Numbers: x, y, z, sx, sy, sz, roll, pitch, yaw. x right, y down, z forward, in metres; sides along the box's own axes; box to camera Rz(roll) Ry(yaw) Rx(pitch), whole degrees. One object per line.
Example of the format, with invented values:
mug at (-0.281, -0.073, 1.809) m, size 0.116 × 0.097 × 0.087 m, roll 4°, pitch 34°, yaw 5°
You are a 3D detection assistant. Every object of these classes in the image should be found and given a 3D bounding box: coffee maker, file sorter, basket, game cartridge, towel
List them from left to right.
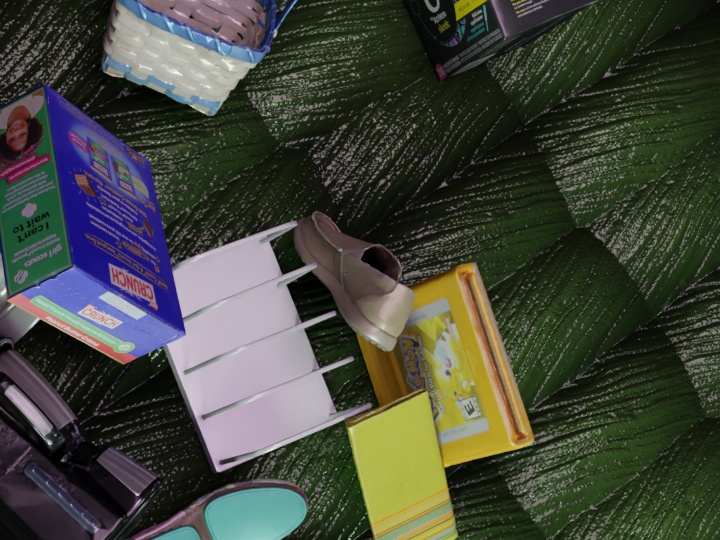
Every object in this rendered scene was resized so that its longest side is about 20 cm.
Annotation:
coffee maker at (-0.302, 0.192, 1.577) m, size 0.200 × 0.135 × 0.192 m, roll 43°, pitch 92°, yaw 5°
basket at (-0.154, -0.263, 1.706) m, size 0.176 × 0.200 × 0.139 m, roll 24°, pitch 39°, yaw -18°
file sorter at (-0.095, 0.067, 1.704) m, size 0.139 × 0.124 × 0.200 m, roll -21°, pitch 87°, yaw -26°
towel at (0.040, 0.200, 1.719) m, size 0.086 × 0.018 × 0.200 m, roll -24°, pitch 129°, yaw -15°
game cartridge at (0.072, 0.099, 1.728) m, size 0.032 × 0.200 × 0.177 m, roll -15°, pitch 84°, yaw -35°

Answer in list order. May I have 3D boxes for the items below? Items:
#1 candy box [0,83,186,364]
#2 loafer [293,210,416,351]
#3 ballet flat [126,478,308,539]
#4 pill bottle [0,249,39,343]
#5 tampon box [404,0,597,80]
candy box at (-0.245, -0.038, 1.607) m, size 0.169 × 0.077 × 0.200 m, roll 39°, pitch 29°, yaw -52°
loafer at (0.000, 0.000, 1.735) m, size 0.068 × 0.200 × 0.076 m, roll -45°, pitch 133°, yaw 8°
ballet flat at (-0.148, 0.241, 1.670) m, size 0.200 × 0.071 × 0.069 m, roll -23°, pitch 100°, yaw -16°
pill bottle at (-0.357, -0.030, 1.618) m, size 0.200 × 0.111 × 0.111 m, roll 45°, pitch 65°, yaw -9°
tampon box at (0.121, -0.326, 1.868) m, size 0.126 × 0.150 × 0.200 m, roll -25°, pitch 89°, yaw -27°
